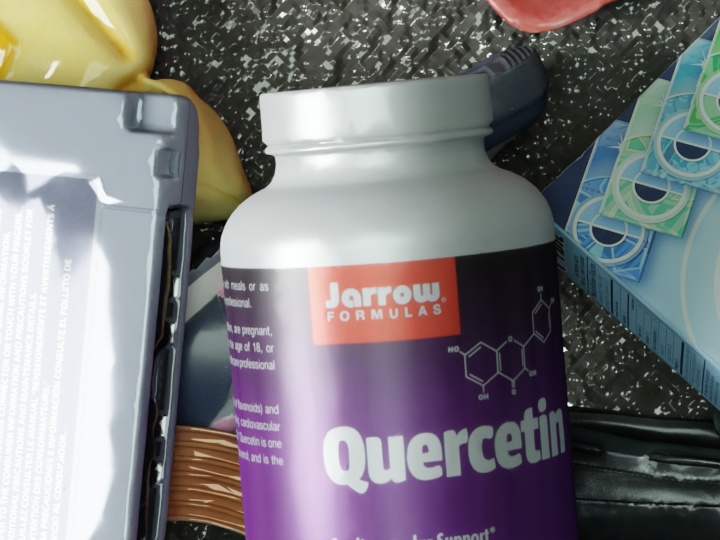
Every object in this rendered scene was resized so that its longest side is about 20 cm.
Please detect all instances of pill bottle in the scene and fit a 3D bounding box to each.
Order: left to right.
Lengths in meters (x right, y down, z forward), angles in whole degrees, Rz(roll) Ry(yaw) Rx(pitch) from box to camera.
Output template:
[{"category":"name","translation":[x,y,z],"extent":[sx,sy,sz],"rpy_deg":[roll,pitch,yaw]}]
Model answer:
[{"category":"pill bottle","translation":[0.013,0.039,0.836],"extent":[0.111,0.112,0.202],"rpy_deg":[-4,95,10]}]

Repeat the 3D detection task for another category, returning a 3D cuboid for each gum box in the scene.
[{"category":"gum box","translation":[0.186,-0.010,0.860],"extent":[0.200,0.045,0.170],"rpy_deg":[42,77,18]}]

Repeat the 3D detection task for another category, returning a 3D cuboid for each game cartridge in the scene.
[{"category":"game cartridge","translation":[-0.129,0.033,0.900],"extent":[0.132,0.041,0.202],"rpy_deg":[6,92,16]}]

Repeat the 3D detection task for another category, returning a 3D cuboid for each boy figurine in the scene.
[{"category":"boy figurine","translation":[-0.129,-0.074,0.950],"extent":[0.200,0.064,0.125],"rpy_deg":[39,92,14]}]

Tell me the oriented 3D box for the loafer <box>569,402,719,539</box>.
[{"category":"loafer","translation":[0.139,0.067,0.889],"extent":[0.199,0.068,0.071],"rpy_deg":[-5,95,13]}]

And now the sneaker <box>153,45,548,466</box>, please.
[{"category":"sneaker","translation":[0.000,0.000,0.927],"extent":[0.199,0.070,0.082],"rpy_deg":[-37,97,11]}]

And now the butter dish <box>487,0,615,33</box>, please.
[{"category":"butter dish","translation":[0.083,-0.215,0.876],"extent":[0.199,0.148,0.201],"rpy_deg":[-31,82,8]}]

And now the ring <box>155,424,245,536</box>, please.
[{"category":"ring","translation":[-0.063,0.154,0.929],"extent":[0.199,0.019,0.202],"rpy_deg":[2,99,10]}]
